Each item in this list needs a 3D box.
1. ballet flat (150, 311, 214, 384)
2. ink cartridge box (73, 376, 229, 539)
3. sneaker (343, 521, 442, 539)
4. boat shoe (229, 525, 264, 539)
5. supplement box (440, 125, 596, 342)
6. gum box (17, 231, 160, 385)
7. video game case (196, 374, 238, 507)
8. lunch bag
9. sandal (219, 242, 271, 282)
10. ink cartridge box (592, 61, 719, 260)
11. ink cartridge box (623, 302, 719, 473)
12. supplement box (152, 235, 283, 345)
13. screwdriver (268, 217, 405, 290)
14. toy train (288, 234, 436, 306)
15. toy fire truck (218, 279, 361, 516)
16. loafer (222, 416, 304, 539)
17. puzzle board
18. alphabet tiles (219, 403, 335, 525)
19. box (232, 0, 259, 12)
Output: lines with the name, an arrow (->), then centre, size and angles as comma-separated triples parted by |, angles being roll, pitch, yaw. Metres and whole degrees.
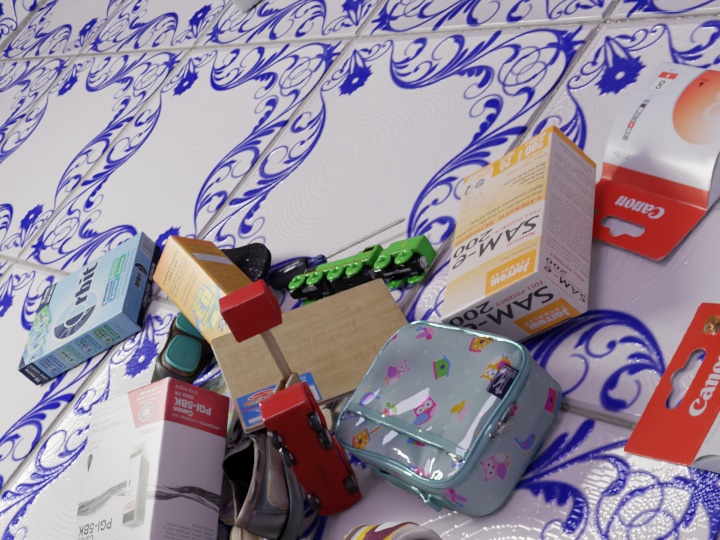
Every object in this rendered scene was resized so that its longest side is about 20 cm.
ballet flat -> -0.207, 0.096, 1.514 | 0.069, 0.068, 0.200 | -62, -1, 24
ink cartridge box -> -0.215, 0.226, 1.297 | 0.147, 0.083, 0.201 | -22, 55, 41
sneaker -> 0.003, 0.293, 1.048 | 0.090, 0.075, 0.200 | -17, 40, 44
boat shoe -> -0.080, 0.292, 1.161 | 0.065, 0.072, 0.200 | -8, 17, -11
supplement box -> 0.157, -0.030, 1.247 | 0.126, 0.073, 0.200 | -30, 34, 38
gum box -> -0.381, 0.053, 1.801 | 0.200, 0.045, 0.170 | -28, 34, 25
video game case -> -0.207, 0.208, 1.420 | 0.200, 0.022, 0.182 | -26, 36, 34
lunch bag -> 0.076, 0.132, 1.159 | 0.200, 0.077, 0.161 | 12, 60, 53
sandal -> -0.155, 0.005, 1.614 | 0.075, 0.045, 0.200 | -48, 21, -17
ink cartridge box -> 0.293, -0.113, 1.240 | 0.200, 0.050, 0.162 | -45, 31, -10
ink cartridge box -> 0.307, 0.083, 0.989 | 0.200, 0.057, 0.163 | 10, 59, 47
supplement box -> -0.166, 0.033, 1.496 | 0.200, 0.069, 0.067 | 40, 112, 43
screwdriver -> -0.030, -0.020, 1.506 | 0.200, 0.028, 0.029 | -25, 6, 33
toy train -> 0.000, 0.000, 1.443 | 0.200, 0.042, 0.056 | -13, 32, 39
toy fire truck -> -0.065, 0.122, 1.209 | 0.049, 0.200, 0.141 | -24, 37, 3
loafer -> -0.106, 0.192, 1.251 | 0.200, 0.063, 0.072 | -124, 51, -62
puzzle board -> -0.044, 0.088, 1.328 | 0.199, 0.017, 0.151 | -20, 39, -8
alphabet tiles -> -0.112, 0.180, 1.374 | 0.195, 0.015, 0.200 | -33, 33, 16
box -> -0.195, -0.608, 2.271 | 0.199, 0.171, 0.200 | -37, 31, 10
